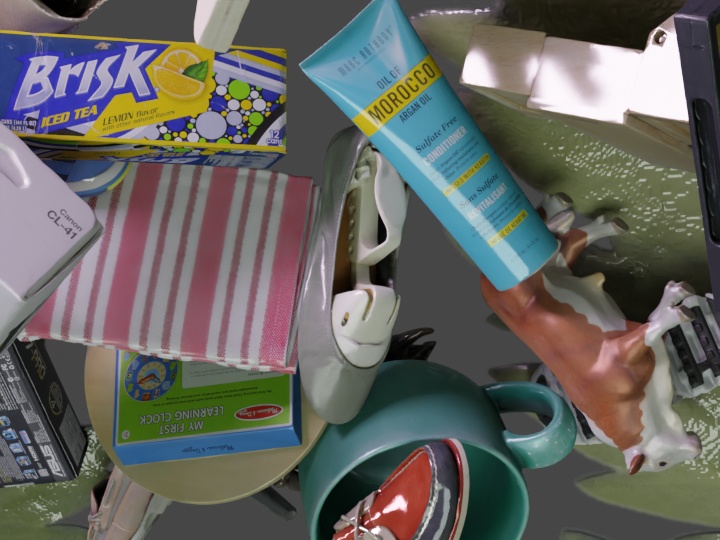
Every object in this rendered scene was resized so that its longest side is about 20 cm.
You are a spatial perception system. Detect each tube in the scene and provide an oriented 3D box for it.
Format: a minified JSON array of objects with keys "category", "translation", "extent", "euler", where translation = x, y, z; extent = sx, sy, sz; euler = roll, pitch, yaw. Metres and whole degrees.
[{"category":"tube","translation":[0.050,-0.079,1.109],"extent":[0.077,0.050,0.200],"euler":[-41,100,-14]}]

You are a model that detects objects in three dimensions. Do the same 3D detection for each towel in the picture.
[{"category":"towel","translation":[-0.129,-0.006,1.166],"extent":[0.198,0.147,0.030],"euler":[7,152,4]}]

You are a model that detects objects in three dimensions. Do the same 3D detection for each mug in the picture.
[{"category":"mug","translation":[0.047,0.139,1.202],"extent":[0.183,0.115,0.153],"euler":[1,123,-12]}]

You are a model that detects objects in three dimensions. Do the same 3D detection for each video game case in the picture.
[{"category":"video game case","translation":[0.242,-0.103,0.937],"extent":[0.025,0.200,0.182],"euler":[15,133,39]}]

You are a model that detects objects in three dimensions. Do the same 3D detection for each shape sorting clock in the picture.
[{"category":"shape sorting clock","translation":[-0.103,0.064,1.198],"extent":[0.198,0.202,0.039],"euler":[-11,157,17]}]

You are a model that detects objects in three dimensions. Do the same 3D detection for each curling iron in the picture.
[{"category":"curling iron","translation":[-0.116,0.136,1.341],"extent":[0.049,0.026,0.200],"euler":[-25,120,28]}]

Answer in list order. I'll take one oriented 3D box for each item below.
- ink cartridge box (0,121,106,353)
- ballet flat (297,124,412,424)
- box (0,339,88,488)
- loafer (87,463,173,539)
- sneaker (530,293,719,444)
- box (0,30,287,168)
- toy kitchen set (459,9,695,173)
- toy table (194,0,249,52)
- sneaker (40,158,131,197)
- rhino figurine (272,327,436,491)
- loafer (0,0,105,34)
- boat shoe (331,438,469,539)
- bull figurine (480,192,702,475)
[{"category":"ink cartridge box","translation":[-0.267,-0.009,1.052],"extent":[0.147,0.086,0.200],"euler":[43,140,-4]},{"category":"ballet flat","translation":[0.000,0.000,1.126],"extent":[0.067,0.202,0.063],"euler":[11,170,-36]},{"category":"box","translation":[-0.318,0.085,1.319],"extent":[0.160,0.049,0.201],"euler":[-10,125,13]},{"category":"loafer","translation":[-0.181,0.173,1.351],"extent":[0.063,0.072,0.200],"euler":[37,136,-1]},{"category":"sneaker","translation":[0.207,0.072,1.217],"extent":[0.199,0.081,0.076],"euler":[-24,80,41]},{"category":"box","translation":[-0.149,-0.107,1.086],"extent":[0.198,0.071,0.064],"euler":[2,171,-16]},{"category":"toy kitchen set","translation":[0.204,-0.160,1.053],"extent":[0.199,0.182,0.163],"euler":[15,179,38]},{"category":"toy table","translation":[-0.060,-0.233,0.966],"extent":[0.182,0.117,0.201],"euler":[2,123,-18]},{"category":"sneaker","translation":[-0.256,-0.089,1.145],"extent":[0.198,0.074,0.083],"euler":[-11,140,-4]},{"category":"rhino figurine","translation":[0.003,0.107,1.279],"extent":[0.087,0.060,0.200],"euler":[16,128,-25]},{"category":"loafer","translation":[-0.205,-0.183,1.085],"extent":[0.199,0.069,0.076],"euler":[-34,116,29]},{"category":"boat shoe","translation":[0.008,0.185,1.114],"extent":[0.062,0.071,0.201],"euler":[13,126,-23]},{"category":"bull figurine","translation":[0.163,0.042,1.154],"extent":[0.200,0.065,0.122],"euler":[44,117,20]}]
